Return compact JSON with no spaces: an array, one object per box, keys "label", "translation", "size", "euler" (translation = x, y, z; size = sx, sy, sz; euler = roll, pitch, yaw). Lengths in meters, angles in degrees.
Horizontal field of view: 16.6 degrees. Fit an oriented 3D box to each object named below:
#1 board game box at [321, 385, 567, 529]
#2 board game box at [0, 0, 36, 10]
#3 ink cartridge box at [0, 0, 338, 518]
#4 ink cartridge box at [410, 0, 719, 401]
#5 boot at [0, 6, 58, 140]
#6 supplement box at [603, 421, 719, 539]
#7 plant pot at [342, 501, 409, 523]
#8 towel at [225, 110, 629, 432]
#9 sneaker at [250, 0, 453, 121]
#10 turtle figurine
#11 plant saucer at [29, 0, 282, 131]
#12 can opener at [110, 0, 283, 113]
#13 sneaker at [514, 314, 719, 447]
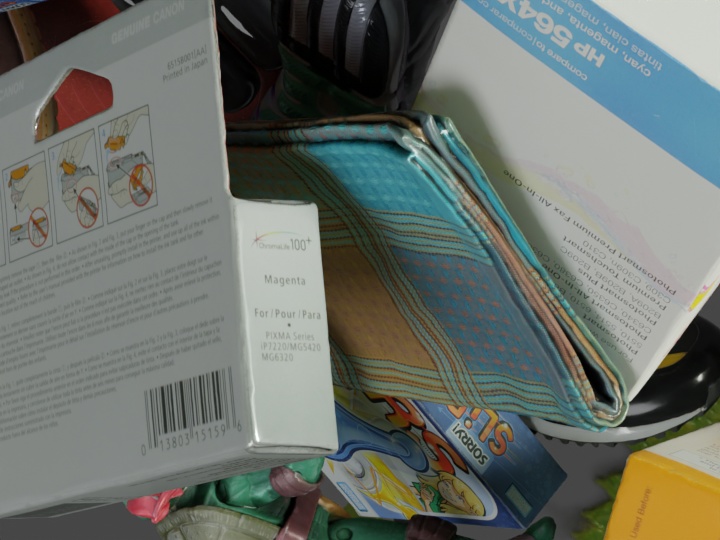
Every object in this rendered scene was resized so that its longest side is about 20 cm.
[{"label":"board game box","translation":[-0.015,0.030,1.073],"size":[0.200,0.034,0.135],"euler":[50,155,-19]},{"label":"board game box","translation":[-0.177,-0.200,0.989],"size":[0.135,0.034,0.200],"euler":[-4,92,51]},{"label":"ink cartridge box","translation":[-0.090,-0.002,0.942],"size":[0.200,0.044,0.174],"euler":[-18,73,50]},{"label":"ink cartridge box","translation":[0.100,-0.062,0.888],"size":[0.125,0.129,0.200],"euler":[37,146,8]},{"label":"boot","translation":[-0.243,-0.110,1.093],"size":[0.200,0.166,0.072],"euler":[58,154,15]},{"label":"supplement box","translation":[0.185,0.110,0.935],"size":[0.126,0.200,0.074],"euler":[22,105,27]},{"label":"plant pot","translation":[0.006,0.243,1.273],"size":[0.200,0.199,0.182],"euler":[39,140,4]},{"label":"towel","translation":[0.000,0.000,0.934],"size":[0.200,0.022,0.147],"euler":[3,135,53]},{"label":"sneaker","translation":[0.008,-0.082,1.001],"size":[0.074,0.088,0.200],"euler":[35,154,9]},{"label":"turtle figurine","translation":[-0.027,0.097,1.029],"size":[0.200,0.101,0.150],"euler":[26,163,-5]},{"label":"plant saucer","translation":[-0.100,-0.090,1.139],"size":[0.200,0.037,0.200],"euler":[32,146,13]},{"label":"can opener","translation":[-0.102,-0.154,1.045],"size":[0.053,0.067,0.200],"euler":[-43,89,16]},{"label":"sneaker","translation":[0.064,0.011,1.058],"size":[0.200,0.070,0.090],"euler":[15,141,37]}]
